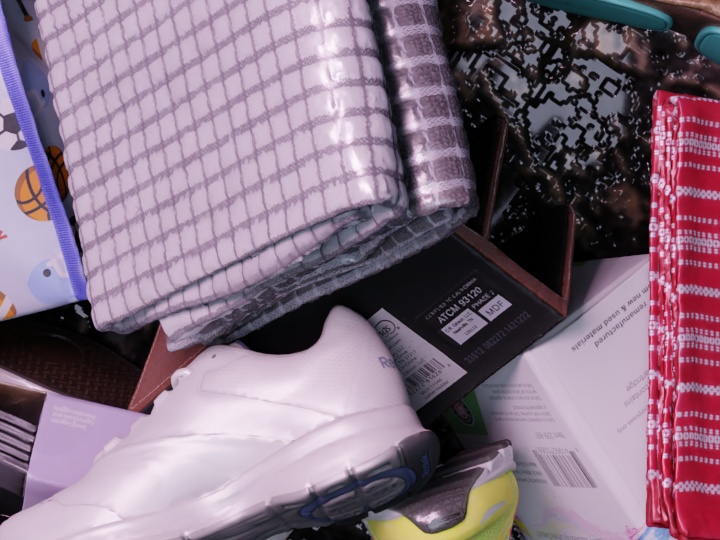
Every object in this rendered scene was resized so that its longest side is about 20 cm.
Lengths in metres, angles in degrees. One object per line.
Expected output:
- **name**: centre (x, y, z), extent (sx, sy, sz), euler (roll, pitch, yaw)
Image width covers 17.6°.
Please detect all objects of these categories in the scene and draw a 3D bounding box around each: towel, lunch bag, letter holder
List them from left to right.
- **lunch bag**: centre (-0.217, -0.077, 1.076), extent (0.169, 0.124, 0.201), euler (-15, 111, 10)
- **towel**: centre (-0.042, -0.068, 0.959), extent (0.200, 0.085, 0.167), euler (-27, 71, 48)
- **letter holder**: centre (0.000, 0.000, 1.079), extent (0.100, 0.143, 0.200), euler (35, 128, -19)
- **towel**: centre (0.190, 0.025, 1.043), extent (0.144, 0.022, 0.202), euler (7, 79, -29)

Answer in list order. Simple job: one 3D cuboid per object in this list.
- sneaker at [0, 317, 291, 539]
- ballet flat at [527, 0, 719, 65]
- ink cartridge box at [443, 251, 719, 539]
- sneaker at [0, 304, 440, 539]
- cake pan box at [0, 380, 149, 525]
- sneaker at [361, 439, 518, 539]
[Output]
- **sneaker**: centre (-0.125, 0.093, 1.158), extent (0.199, 0.073, 0.085), euler (25, 114, 2)
- **ballet flat**: centre (0.162, -0.135, 1.095), extent (0.199, 0.068, 0.073), euler (21, 85, 2)
- **ink cartridge box**: centre (0.130, 0.099, 1.098), extent (0.087, 0.145, 0.201), euler (-35, 99, -20)
- **sneaker**: centre (-0.066, 0.083, 0.999), extent (0.199, 0.075, 0.088), euler (-21, 67, 7)
- **cake pan box**: centre (-0.197, 0.109, 1.105), extent (0.183, 0.053, 0.200), euler (13, 146, -7)
- **sneaker**: centre (0.044, 0.135, 1.081), extent (0.078, 0.200, 0.091), euler (-16, 79, -1)
